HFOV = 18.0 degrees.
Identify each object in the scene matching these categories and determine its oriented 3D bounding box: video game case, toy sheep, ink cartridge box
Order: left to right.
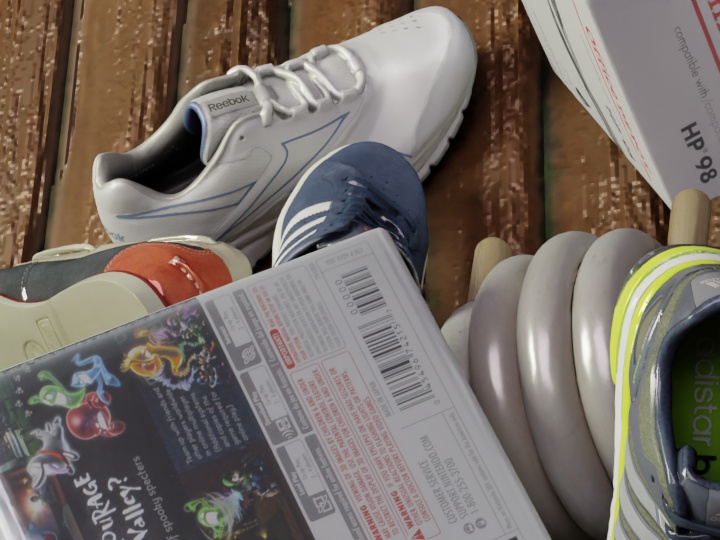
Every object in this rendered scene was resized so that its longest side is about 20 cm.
[{"bbox_3d":[-0.029,0.099,0.810,0.181,0.023,0.201,-21,67,-18],"label":"video game case"},{"bbox_3d":[0.102,0.043,0.904,0.199,0.138,0.139,-17,55,30],"label":"toy sheep"},{"bbox_3d":[0.121,-0.106,0.958,0.066,0.116,0.200,-28,31,0],"label":"ink cartridge box"}]

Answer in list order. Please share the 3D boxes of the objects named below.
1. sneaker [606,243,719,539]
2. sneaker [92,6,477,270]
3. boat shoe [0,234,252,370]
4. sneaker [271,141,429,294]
[{"bbox_3d":[0.118,0.092,0.790,0.073,0.081,0.202,-4,90,1],"label":"sneaker"},{"bbox_3d":[-0.033,-0.061,1.045,0.199,0.087,0.075,-34,54,-4],"label":"sneaker"},{"bbox_3d":[-0.129,0.021,1.017,0.199,0.072,0.062,-12,18,48],"label":"boat shoe"},{"bbox_3d":[0.000,0.000,0.946,0.075,0.085,0.201,30,42,-9],"label":"sneaker"}]
